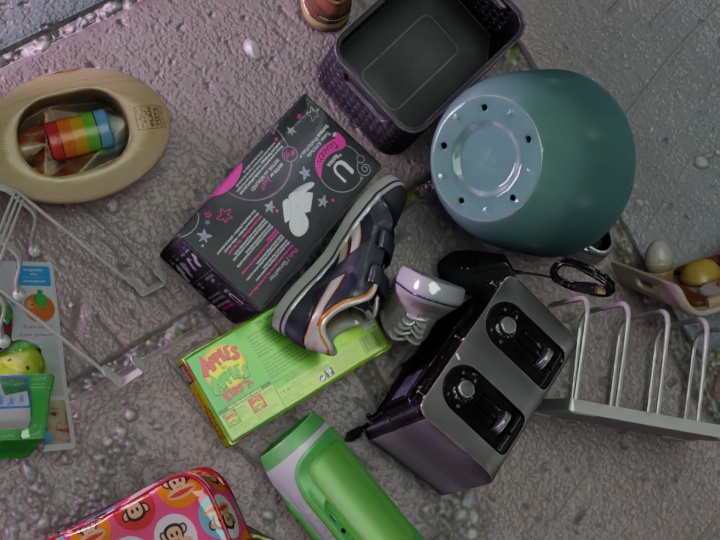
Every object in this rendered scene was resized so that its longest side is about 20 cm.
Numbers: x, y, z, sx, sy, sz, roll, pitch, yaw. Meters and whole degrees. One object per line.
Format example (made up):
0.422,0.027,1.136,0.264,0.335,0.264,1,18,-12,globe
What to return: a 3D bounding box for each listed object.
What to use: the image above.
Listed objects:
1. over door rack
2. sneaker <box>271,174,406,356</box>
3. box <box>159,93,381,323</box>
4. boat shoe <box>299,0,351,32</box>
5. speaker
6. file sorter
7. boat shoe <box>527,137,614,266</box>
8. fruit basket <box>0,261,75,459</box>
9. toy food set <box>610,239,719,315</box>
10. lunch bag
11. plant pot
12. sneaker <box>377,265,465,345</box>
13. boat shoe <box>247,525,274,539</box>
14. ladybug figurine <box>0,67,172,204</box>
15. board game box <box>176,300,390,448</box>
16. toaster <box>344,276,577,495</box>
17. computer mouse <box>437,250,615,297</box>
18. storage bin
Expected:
-0.296,0.021,1.355,0.199,0.067,0.149,32,35,-22,over door rack
0.000,0.000,1.411,0.079,0.079,0.201,33,79,20,sneaker
-0.093,-0.059,1.425,0.115,0.132,0.200,43,73,-7,box
-0.046,-0.368,1.528,0.071,0.068,0.202,-12,83,-16,boat shoe
-0.013,0.244,1.413,0.088,0.088,0.201,-39,91,-18,speaker
0.296,0.106,1.484,0.198,0.139,0.126,10,81,-12,file sorter
0.220,-0.098,1.543,0.070,0.071,0.202,-32,89,-18,boat shoe
-0.372,0.080,1.340,0.183,0.094,0.202,2,71,-29,fruit basket
0.395,-0.014,1.529,0.198,0.143,0.061,-17,106,-16,toy food set
-0.193,0.300,1.328,0.198,0.082,0.178,-25,85,8,lunch bag
0.164,-0.112,1.436,0.160,0.199,0.203,-5,77,-59,plant pot
0.059,0.042,1.412,0.072,0.200,0.072,20,84,-1,sneaker
-0.107,0.297,1.392,0.198,0.060,0.072,26,75,-8,boat shoe
-0.289,-0.134,1.420,0.198,0.072,0.137,-12,83,-16,ladybug figurine
-0.079,0.088,1.445,0.199,0.048,0.102,-30,87,-18,board game box
0.105,0.123,1.421,0.118,0.200,0.181,40,65,-6,toaster
0.171,0.012,1.473,0.198,0.059,0.034,4,45,28,computer mouse
0.066,-0.242,1.521,0.200,0.094,0.135,-44,92,-17,storage bin
